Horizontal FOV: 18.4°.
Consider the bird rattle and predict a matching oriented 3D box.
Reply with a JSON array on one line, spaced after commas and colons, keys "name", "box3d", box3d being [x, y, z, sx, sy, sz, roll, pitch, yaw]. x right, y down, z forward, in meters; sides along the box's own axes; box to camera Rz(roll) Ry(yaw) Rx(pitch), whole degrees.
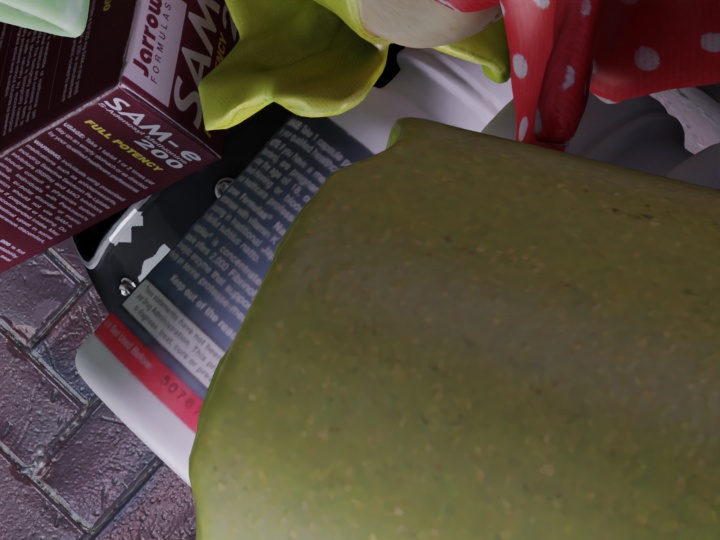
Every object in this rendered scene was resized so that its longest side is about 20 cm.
[{"name": "bird rattle", "box3d": [0.004, -0.098, 0.555, 0.164, 0.112, 0.200, 61, 169, -13]}]

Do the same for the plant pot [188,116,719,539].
[{"name": "plant pot", "box3d": [0.067, 0.061, 0.456, 0.183, 0.202, 0.200, 21, 170, 16]}]

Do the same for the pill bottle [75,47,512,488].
[{"name": "pill bottle", "box3d": [0.000, 0.000, 0.835, 0.119, 0.200, 0.120, 42, 176, 3]}]

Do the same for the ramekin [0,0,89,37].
[{"name": "ramekin", "box3d": [-0.172, -0.153, 0.727, 0.198, 0.099, 0.200, 17, -179, 0]}]

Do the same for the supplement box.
[{"name": "supplement box", "box3d": [-0.139, -0.067, 0.932, 0.199, 0.110, 0.061, -24, 136, 37]}]

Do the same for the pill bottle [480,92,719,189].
[{"name": "pill bottle", "box3d": [0.114, 0.034, 0.618, 0.200, 0.120, 0.120, 39, 175, 22]}]

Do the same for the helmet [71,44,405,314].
[{"name": "helmet", "box3d": [-0.036, -0.029, 0.991, 0.200, 0.199, 0.191, 47, -172, -49]}]
